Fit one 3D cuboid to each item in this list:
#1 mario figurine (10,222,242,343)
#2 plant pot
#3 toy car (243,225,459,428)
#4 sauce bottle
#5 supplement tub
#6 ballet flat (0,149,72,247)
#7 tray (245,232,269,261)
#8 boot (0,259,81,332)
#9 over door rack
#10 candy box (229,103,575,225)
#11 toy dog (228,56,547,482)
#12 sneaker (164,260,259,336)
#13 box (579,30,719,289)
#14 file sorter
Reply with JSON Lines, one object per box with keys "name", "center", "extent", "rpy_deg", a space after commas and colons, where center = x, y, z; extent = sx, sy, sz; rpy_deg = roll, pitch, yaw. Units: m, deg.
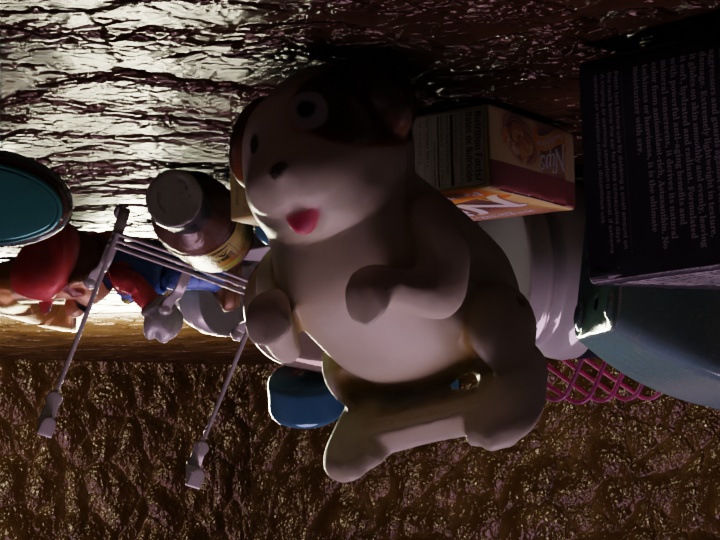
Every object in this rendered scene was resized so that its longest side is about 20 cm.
{"name": "mario figurine", "center": [-0.211, 0.012, 1.396], "extent": [0.199, 0.107, 0.123], "rpy_deg": [1, 176, -15]}
{"name": "plant pot", "center": [0.259, 0.000, 1.086], "extent": [0.199, 0.198, 0.196], "rpy_deg": [7, 173, -6]}
{"name": "toy car", "center": [0.000, 0.000, 1.267], "extent": [0.176, 0.186, 0.200], "rpy_deg": [-3, -159, 3]}
{"name": "sauce bottle", "center": [-0.121, -0.039, 1.156], "extent": [0.064, 0.065, 0.200], "rpy_deg": [-2, 173, 5]}
{"name": "supplement tub", "center": [0.201, -0.001, 1.236], "extent": [0.199, 0.141, 0.140], "rpy_deg": [0, 174, -18]}
{"name": "ballet flat", "center": [-0.284, -0.052, 1.049], "extent": [0.198, 0.075, 0.074], "rpy_deg": [-1, 174, 6]}
{"name": "tray", "center": [-0.039, -0.029, 1.462], "extent": [0.107, 0.022, 0.199], "rpy_deg": [5, 171, -41]}
{"name": "boot", "center": [-0.375, 0.021, 1.680], "extent": [0.143, 0.071, 0.201], "rpy_deg": [4, 171, 0]}
{"name": "over door rack", "center": [-0.171, 0.061, 1.311], "extent": [0.147, 0.201, 0.067], "rpy_deg": [20, -176, -13]}
{"name": "candy box", "center": [0.026, -0.061, 1.023], "extent": [0.199, 0.056, 0.115], "rpy_deg": [-7, 172, 34]}
{"name": "toy dog", "center": [0.013, -0.018, 0.842], "extent": [0.139, 0.201, 0.194], "rpy_deg": [-10, -146, 39]}
{"name": "sneaker", "center": [-0.168, 0.023, 1.551], "extent": [0.115, 0.074, 0.200], "rpy_deg": [-3, -172, 15]}
{"name": "box", "center": [0.251, -0.058, 0.797], "extent": [0.199, 0.124, 0.198], "rpy_deg": [2, 174, -44]}
{"name": "file sorter", "center": [0.247, 0.066, 1.700], "extent": [0.199, 0.126, 0.139], "rpy_deg": [4, -157, -47]}
